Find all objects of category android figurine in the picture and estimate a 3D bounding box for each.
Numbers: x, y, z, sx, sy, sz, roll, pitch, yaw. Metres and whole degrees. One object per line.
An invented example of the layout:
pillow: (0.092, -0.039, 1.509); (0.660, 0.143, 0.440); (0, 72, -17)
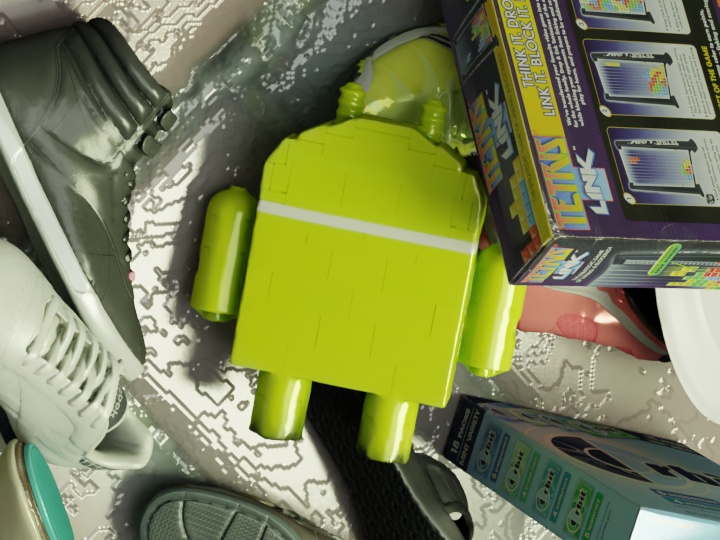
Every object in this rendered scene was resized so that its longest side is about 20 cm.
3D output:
android figurine: (0.000, 0.000, 1.409); (0.182, 0.041, 0.200); (10, 97, 6)

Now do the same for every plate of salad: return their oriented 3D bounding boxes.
plate of salad: (0.206, -0.009, 1.527); (0.200, 0.048, 0.201); (6, 82, -58)

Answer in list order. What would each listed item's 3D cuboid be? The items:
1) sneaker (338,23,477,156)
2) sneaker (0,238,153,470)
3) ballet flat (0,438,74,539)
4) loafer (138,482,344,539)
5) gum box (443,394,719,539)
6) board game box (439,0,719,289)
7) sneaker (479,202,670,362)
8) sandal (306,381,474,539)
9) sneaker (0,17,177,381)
sneaker: (0.084, -0.098, 1.454); (0.200, 0.076, 0.076); (-8, 109, -24)
sneaker: (-0.161, 0.042, 1.314); (0.077, 0.080, 0.200); (-63, 159, -19)
ballet flat: (-0.171, 0.167, 1.384); (0.069, 0.069, 0.200); (-37, 137, -14)
loafer: (-0.034, 0.176, 1.470); (0.200, 0.063, 0.072); (27, 102, -7)
gum box: (0.169, 0.135, 1.490); (0.170, 0.200, 0.045); (13, 98, -29)
board game box: (0.141, -0.088, 1.400); (0.165, 0.057, 0.200); (1, 61, -24)
sneaker: (0.115, 0.006, 1.514); (0.200, 0.087, 0.074); (30, 46, -45)
sandal: (0.031, 0.126, 1.495); (0.048, 0.075, 0.201); (-43, 120, -34)
sneaker: (-0.130, -0.042, 1.361); (0.099, 0.071, 0.200); (-28, 111, -14)
